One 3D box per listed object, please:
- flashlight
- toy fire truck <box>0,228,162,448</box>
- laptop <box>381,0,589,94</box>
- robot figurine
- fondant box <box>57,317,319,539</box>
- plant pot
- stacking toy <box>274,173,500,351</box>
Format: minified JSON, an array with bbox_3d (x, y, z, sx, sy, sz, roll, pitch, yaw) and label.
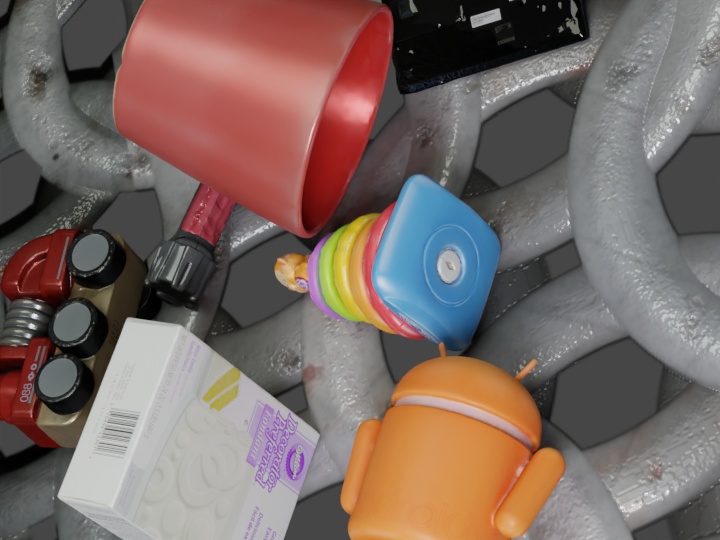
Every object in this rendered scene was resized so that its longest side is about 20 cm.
[{"bbox_3d":[-0.117,-0.068,1.823,0.068,0.068,0.201,12,70,36],"label":"flashlight"},{"bbox_3d":[-0.280,0.066,1.835,0.199,0.129,0.177,-1,62,23],"label":"toy fire truck"},{"bbox_3d":[0.111,-0.261,1.819,0.176,0.103,0.201,-15,81,28],"label":"laptop"},{"bbox_3d":[0.063,0.148,1.535,0.144,0.116,0.201,-29,39,65],"label":"robot figurine"},{"bbox_3d":[-0.123,0.144,1.607,0.058,0.200,0.145,6,66,35],"label":"fondant box"},{"bbox_3d":[-0.089,-0.145,1.723,0.176,0.201,0.201,19,73,11],"label":"plant pot"},{"bbox_3d":[0.000,0.000,1.689,0.199,0.116,0.110,-2,59,46],"label":"stacking toy"}]
